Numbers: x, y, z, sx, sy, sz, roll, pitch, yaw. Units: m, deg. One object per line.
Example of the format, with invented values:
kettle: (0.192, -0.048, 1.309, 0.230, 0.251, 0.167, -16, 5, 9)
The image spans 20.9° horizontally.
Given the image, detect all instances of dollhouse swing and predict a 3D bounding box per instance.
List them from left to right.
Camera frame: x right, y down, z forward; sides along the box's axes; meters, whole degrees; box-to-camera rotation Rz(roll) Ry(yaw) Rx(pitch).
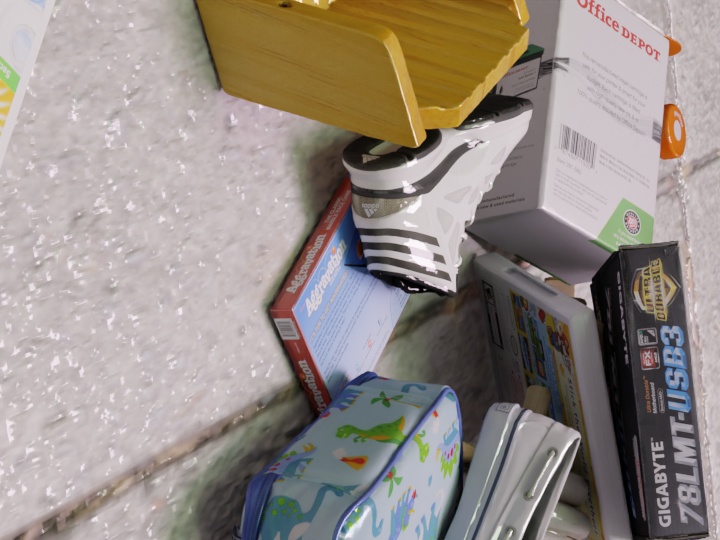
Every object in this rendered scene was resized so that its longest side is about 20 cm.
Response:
dollhouse swing: (0.007, -0.212, 1.182, 0.200, 0.180, 0.177, -48, 149, -52)

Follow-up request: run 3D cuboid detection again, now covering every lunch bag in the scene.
lunch bag: (-0.003, 0.169, 1.194, 0.200, 0.082, 0.162, -47, 139, -54)

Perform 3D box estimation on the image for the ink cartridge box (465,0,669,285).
ink cartridge box: (0.161, -0.110, 1.510, 0.146, 0.084, 0.202, 27, 63, -42)

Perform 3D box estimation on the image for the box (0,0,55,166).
box: (-0.201, -0.132, 0.833, 0.113, 0.101, 0.201, 49, 46, -49)

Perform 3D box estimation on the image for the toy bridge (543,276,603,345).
toy bridge: (0.159, 0.054, 1.497, 0.200, 0.027, 0.068, -90, -176, -80)

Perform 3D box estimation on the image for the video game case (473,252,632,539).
video game case: (0.141, 0.101, 1.427, 0.182, 0.023, 0.202, -144, -140, -67)

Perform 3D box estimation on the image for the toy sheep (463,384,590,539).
toy sheep: (0.098, 0.177, 1.353, 0.138, 0.137, 0.202, 29, 81, -58)

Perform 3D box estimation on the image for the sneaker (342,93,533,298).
sneaker: (0.053, -0.049, 1.323, 0.200, 0.075, 0.116, -31, 124, -51)

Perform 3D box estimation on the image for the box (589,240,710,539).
box: (0.203, 0.090, 1.384, 0.199, 0.049, 0.202, 62, 22, -83)

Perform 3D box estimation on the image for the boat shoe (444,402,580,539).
boat shoe: (0.088, 0.185, 1.238, 0.074, 0.066, 0.202, 30, 74, -70)

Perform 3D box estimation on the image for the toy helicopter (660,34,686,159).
toy helicopter: (0.224, -0.194, 1.682, 0.201, 0.078, 0.133, 62, 37, -34)

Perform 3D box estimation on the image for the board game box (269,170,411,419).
board game box: (0.000, 0.000, 1.295, 0.201, 0.019, 0.104, -62, 141, -44)
